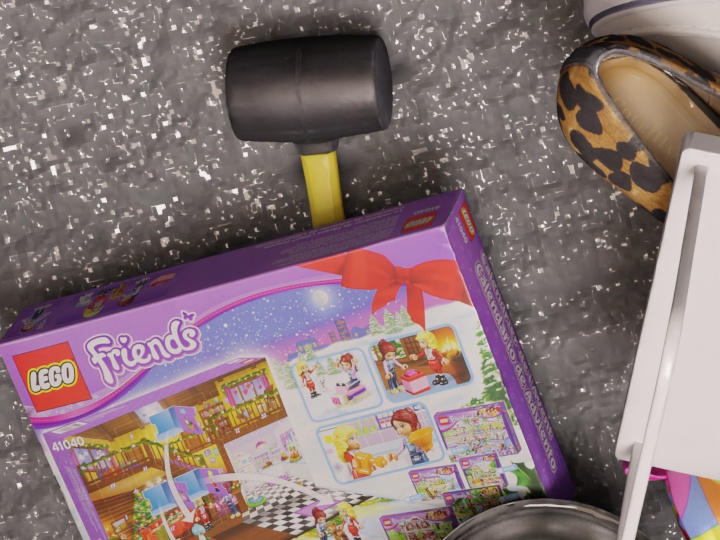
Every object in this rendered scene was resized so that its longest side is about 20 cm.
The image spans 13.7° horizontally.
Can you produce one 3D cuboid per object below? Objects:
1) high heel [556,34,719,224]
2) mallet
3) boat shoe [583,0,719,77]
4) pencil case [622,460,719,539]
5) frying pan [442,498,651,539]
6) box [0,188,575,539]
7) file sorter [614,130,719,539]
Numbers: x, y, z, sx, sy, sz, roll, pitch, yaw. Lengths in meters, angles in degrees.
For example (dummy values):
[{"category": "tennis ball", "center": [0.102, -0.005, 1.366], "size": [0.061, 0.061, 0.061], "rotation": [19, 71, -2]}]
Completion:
[{"category": "high heel", "center": [0.163, -0.020, 1.087], "size": [0.199, 0.143, 0.072], "rotation": [27, 83, 25]}, {"category": "mallet", "center": [0.000, 0.000, 1.203], "size": [0.065, 0.041, 0.201], "rotation": [-11, 107, 14]}, {"category": "boat shoe", "center": [0.182, -0.078, 1.133], "size": [0.199, 0.072, 0.066], "rotation": [6, 78, -2]}, {"category": "pencil case", "center": [0.208, 0.062, 1.167], "size": [0.199, 0.088, 0.089], "rotation": [-30, 100, 12]}, {"category": "frying pan", "center": [0.078, 0.177, 1.121], "size": [0.114, 0.031, 0.191], "rotation": [-7, 66, -6]}, {"category": "box", "center": [-0.029, 0.058, 1.196], "size": [0.199, 0.039, 0.137], "rotation": [-14, 110, 20]}, {"category": "file sorter", "center": [0.193, 0.060, 1.041], "size": [0.199, 0.125, 0.139], "rotation": [11, 124, 3]}]
